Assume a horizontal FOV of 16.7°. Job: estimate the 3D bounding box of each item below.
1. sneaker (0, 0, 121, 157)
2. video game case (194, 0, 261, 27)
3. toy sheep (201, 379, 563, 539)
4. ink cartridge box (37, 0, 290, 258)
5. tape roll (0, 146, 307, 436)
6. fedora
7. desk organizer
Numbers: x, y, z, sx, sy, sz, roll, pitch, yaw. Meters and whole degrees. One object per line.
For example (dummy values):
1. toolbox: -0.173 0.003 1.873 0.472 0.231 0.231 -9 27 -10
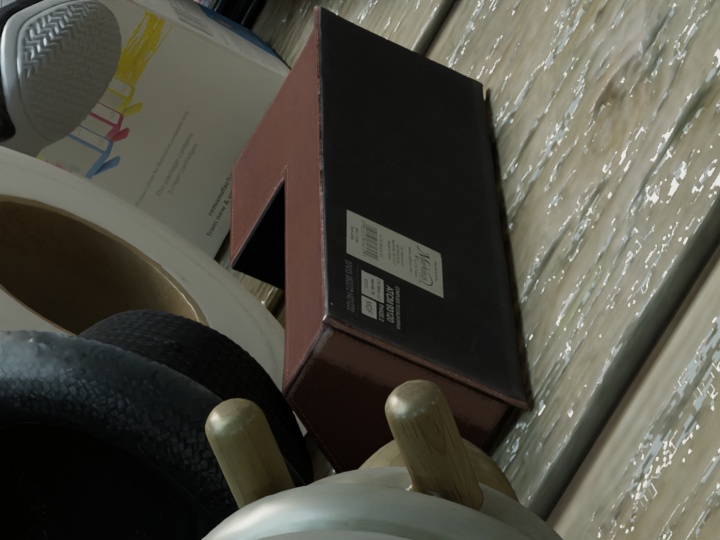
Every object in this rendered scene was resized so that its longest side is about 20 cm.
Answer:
1. sneaker: -0.204 -0.068 1.019 0.200 0.115 0.075 -42 -26 -26
2. video game case: -0.079 -0.176 1.374 0.181 0.025 0.200 -59 19 15
3. toy sheep: 0.001 0.113 0.581 0.138 0.138 0.200 -49 12 41
4. ink cartridge box: -0.150 -0.090 1.171 0.126 0.199 0.129 -61 18 9
5. tape roll: -0.135 0.058 0.929 0.139 0.202 0.203 -59 18 18
6. fedora: -0.069 0.085 0.774 0.201 0.200 0.092 -49 5 40
7. desk organizer: 0.000 0.000 0.839 0.077 0.071 0.200 -57 19 28
